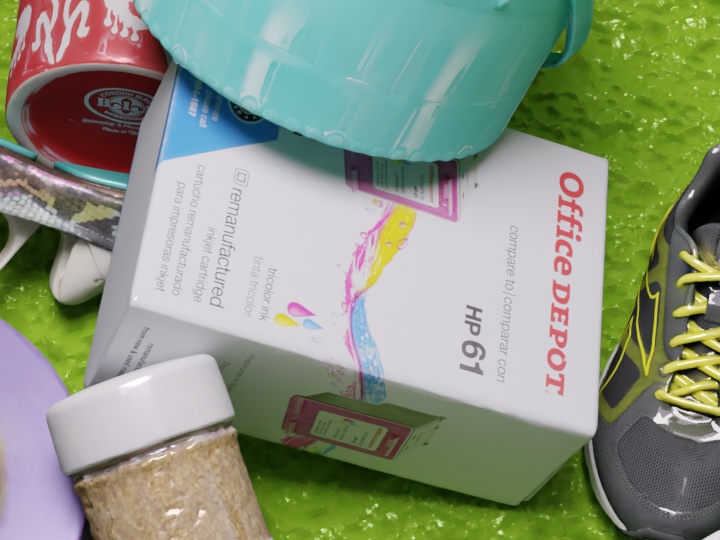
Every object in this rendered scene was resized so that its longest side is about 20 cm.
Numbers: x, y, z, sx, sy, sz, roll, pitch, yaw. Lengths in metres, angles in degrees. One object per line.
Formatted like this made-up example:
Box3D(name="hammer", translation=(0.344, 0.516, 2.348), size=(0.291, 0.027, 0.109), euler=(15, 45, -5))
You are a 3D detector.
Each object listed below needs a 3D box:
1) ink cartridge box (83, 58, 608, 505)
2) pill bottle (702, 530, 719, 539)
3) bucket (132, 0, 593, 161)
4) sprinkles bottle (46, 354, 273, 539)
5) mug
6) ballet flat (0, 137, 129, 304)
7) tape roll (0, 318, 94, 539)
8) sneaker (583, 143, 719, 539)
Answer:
Box3D(name="ink cartridge box", translation=(0.000, 0.000, 0.779), size=(0.200, 0.085, 0.145), euler=(17, 56, -15))
Box3D(name="pill bottle", translation=(0.150, 0.155, 0.642), size=(0.119, 0.200, 0.120), euler=(1, 56, -1))
Box3D(name="bucket", translation=(0.008, -0.149, 0.756), size=(0.207, 0.135, 0.207), euler=(18, 32, -12))
Box3D(name="sprinkles bottle", translation=(-0.055, 0.134, 0.684), size=(0.068, 0.068, 0.200), euler=(-18, 85, -13))
Box3D(name="mug", translation=(-0.083, -0.152, 0.881), size=(0.177, 0.133, 0.200), euler=(-8, 57, 22))
Box3D(name="ballet flat", translation=(-0.148, -0.027, 0.829), size=(0.200, 0.069, 0.071), euler=(18, 92, -19))
Box3D(name="tape roll", translation=(-0.204, 0.109, 0.736), size=(0.200, 0.085, 0.200), euler=(0, 55, 0))
Box3D(name="sneaker", translation=(0.144, 0.024, 0.801), size=(0.074, 0.085, 0.200), euler=(11, 56, 7))
